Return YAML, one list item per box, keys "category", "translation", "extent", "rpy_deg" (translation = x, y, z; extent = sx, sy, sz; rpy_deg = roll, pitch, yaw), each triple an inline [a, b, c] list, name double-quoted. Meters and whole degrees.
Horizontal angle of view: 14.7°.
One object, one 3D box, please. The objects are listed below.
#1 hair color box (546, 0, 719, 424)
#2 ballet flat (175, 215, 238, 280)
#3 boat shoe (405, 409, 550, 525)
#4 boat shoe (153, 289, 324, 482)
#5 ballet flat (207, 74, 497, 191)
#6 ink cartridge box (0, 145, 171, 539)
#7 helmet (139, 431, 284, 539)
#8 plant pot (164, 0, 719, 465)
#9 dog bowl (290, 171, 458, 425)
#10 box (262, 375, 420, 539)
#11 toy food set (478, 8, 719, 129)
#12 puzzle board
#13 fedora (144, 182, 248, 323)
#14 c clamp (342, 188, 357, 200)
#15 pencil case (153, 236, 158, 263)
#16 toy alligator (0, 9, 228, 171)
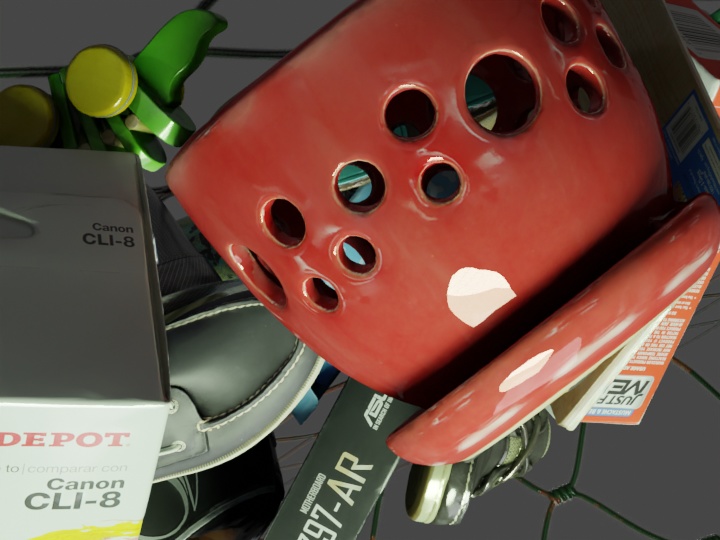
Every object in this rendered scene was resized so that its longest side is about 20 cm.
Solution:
- category: "hair color box"
  translation: [0.133, -0.034, 1.428]
  extent: [0.064, 0.111, 0.200]
  rpy_deg: [6, 119, -37]
- category: "ballet flat"
  translation: [-0.016, -0.008, 1.545]
  extent: [0.199, 0.074, 0.074]
  rpy_deg: [7, 161, -17]
- category: "boat shoe"
  translation: [0.069, 0.077, 1.464]
  extent: [0.201, 0.066, 0.072]
  rpy_deg: [-67, 178, -67]
- category: "boat shoe"
  translation: [-0.107, 0.068, 1.329]
  extent: [0.200, 0.073, 0.063]
  rpy_deg: [-27, 170, 11]
- category: "ballet flat"
  translation: [0.017, -0.089, 1.350]
  extent: [0.200, 0.068, 0.072]
  rpy_deg: [-26, -170, -3]
- category: "ink cartridge box"
  translation: [-0.169, 0.063, 1.170]
  extent: [0.145, 0.145, 0.200]
  rpy_deg: [2, 136, -15]
- category: "helmet"
  translation: [-0.160, 0.105, 1.587]
  extent: [0.200, 0.191, 0.200]
  rpy_deg: [-37, 164, -12]
- category: "plant pot"
  translation: [0.046, -0.032, 1.209]
  extent: [0.200, 0.183, 0.200]
  rpy_deg: [-39, 177, -2]
- category: "dog bowl"
  translation: [0.000, 0.000, 1.427]
  extent: [0.112, 0.050, 0.200]
  rpy_deg: [-52, 180, -36]
- category: "box"
  translation: [-0.013, 0.117, 1.508]
  extent: [0.161, 0.043, 0.200]
  rpy_deg: [-62, 179, 2]
- category: "toy food set"
  translation: [0.130, -0.099, 1.550]
  extent: [0.199, 0.049, 0.198]
  rpy_deg: [-23, 170, 9]
- category: "puzzle board"
  translation: [0.119, -0.041, 1.345]
  extent: [0.017, 0.200, 0.151]
  rpy_deg: [21, 122, -28]
- category: "fedora"
  translation: [-0.147, 0.017, 1.422]
  extent: [0.200, 0.090, 0.177]
  rpy_deg: [-31, 170, 9]
- category: "c clamp"
  translation: [0.021, -0.044, 1.541]
  extent: [0.170, 0.027, 0.200]
  rpy_deg: [6, 174, 4]
- category: "pencil case"
  translation: [-0.193, 0.007, 1.285]
  extent: [0.199, 0.087, 0.078]
  rpy_deg: [-21, -171, -5]
- category: "toy alligator"
  translation: [-0.137, -0.048, 1.201]
  extent: [0.200, 0.054, 0.059]
  rpy_deg: [-26, 169, 17]
